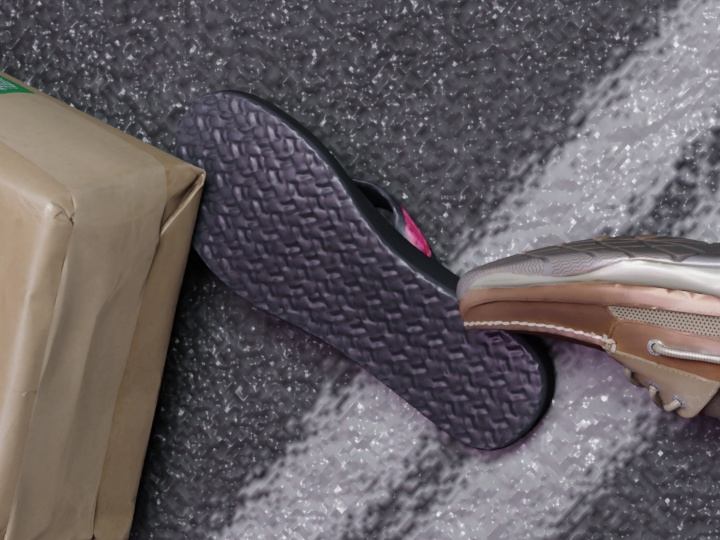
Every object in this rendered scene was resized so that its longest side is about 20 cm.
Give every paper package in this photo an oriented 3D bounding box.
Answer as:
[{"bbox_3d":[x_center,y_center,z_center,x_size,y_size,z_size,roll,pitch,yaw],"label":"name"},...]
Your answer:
[{"bbox_3d":[-0.183,0.011,1.305,0.199,0.103,0.192,26,111,33],"label":"paper package"}]

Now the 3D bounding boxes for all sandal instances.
[{"bbox_3d":[0.000,0.000,1.279,0.200,0.045,0.075,40,114,5],"label":"sandal"}]

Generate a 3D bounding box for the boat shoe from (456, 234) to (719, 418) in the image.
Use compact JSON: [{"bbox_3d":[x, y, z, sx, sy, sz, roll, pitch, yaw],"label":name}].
[{"bbox_3d":[0.131,0.025,1.190,0.199,0.076,0.072,1,98,26],"label":"boat shoe"}]
